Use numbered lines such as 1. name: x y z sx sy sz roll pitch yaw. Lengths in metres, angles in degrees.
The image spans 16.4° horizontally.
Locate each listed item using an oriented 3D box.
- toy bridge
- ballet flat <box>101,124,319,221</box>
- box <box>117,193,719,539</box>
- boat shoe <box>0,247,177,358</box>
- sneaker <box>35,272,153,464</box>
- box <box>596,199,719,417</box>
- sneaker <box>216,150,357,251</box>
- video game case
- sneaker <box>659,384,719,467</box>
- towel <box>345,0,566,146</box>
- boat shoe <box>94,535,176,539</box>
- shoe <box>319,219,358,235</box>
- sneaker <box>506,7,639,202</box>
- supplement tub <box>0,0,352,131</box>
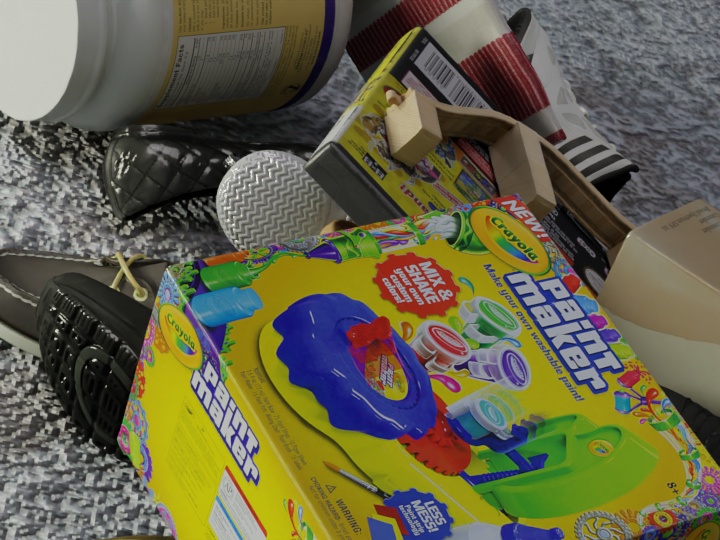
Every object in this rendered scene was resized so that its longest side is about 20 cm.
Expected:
1. toy bridge: 0.088 -0.054 1.387 0.200 0.027 0.067 29 34 -33
2. ballet flat: -0.059 -0.047 1.471 0.200 0.066 0.057 5 79 -24
3. box: 0.026 0.090 1.123 0.193 0.122 0.200 -13 51 -30
4. boat shoe: -0.109 0.021 1.325 0.201 0.061 0.072 17 35 -11
5. sneaker: -0.077 0.065 1.267 0.200 0.076 0.091 39 46 6
6. box: 0.226 0.053 1.330 0.200 0.078 0.095 34 30 20
7. sneaker: 0.000 0.000 1.402 0.200 0.075 0.114 42 3 -13
8. video game case: 0.069 -0.027 1.385 0.200 0.025 0.181 46 30 -8
9. sneaker: 0.196 0.106 1.252 0.104 0.060 0.200 -2 26 -23
10. towel: 0.040 -0.145 1.507 0.023 0.144 0.200 -29 90 -32
11. boat shoe: -0.060 0.156 1.165 0.201 0.073 0.063 -3 51 -31
12. shoe: 0.030 0.063 1.306 0.200 0.053 0.070 55 20 11
13. sneaker: 0.121 -0.092 1.633 0.115 0.076 0.201 40 23 -14
14. supplement tub: -0.121 -0.159 1.489 0.200 0.145 0.145 -10 46 -39
